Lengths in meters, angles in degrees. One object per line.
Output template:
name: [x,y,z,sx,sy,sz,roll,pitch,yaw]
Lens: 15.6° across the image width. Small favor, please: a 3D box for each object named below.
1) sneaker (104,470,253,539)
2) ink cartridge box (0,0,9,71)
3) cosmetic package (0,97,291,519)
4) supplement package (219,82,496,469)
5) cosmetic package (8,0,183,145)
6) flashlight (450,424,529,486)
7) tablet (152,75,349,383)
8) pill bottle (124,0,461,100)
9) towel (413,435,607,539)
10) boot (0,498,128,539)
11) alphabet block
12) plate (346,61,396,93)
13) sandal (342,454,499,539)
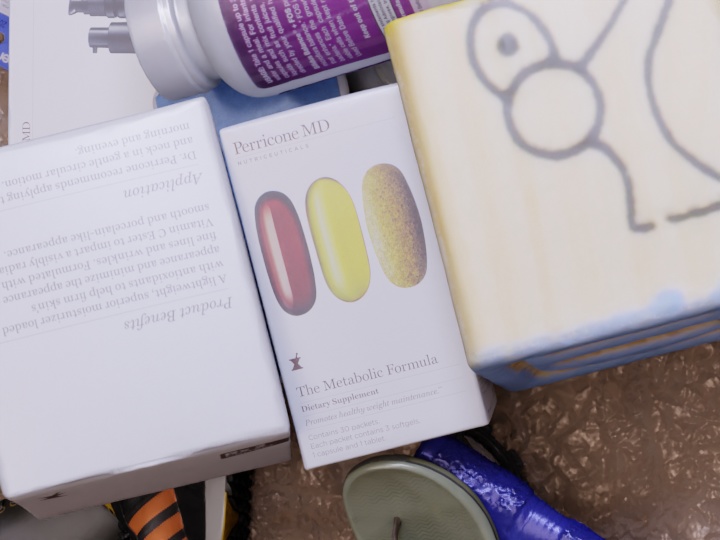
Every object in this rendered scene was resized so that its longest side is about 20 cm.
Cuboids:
sneaker: [-0.121,0.167,1.662,0.090,0.070,0.201,3,82,14]
ink cartridge box: [-0.211,-0.234,1.743,0.119,0.042,0.200,28,95,19]
cosmetic package: [-0.140,0.027,1.528,0.164,0.165,0.200,-13,82,-2]
supplement package: [0.000,0.000,1.523,0.114,0.110,0.200,-15,93,6]
cosmetic package: [-0.148,-0.140,1.682,0.150,0.052,0.201,1,92,12]
flashlight: [0.014,0.175,1.617,0.068,0.068,0.200,46,109,-2]
tablet: [-0.052,-0.032,1.618,0.130,0.014,0.200,-15,83,20]
pill bottle: [-0.034,-0.167,1.556,0.200,0.112,0.113,-15,81,16]
towel: [0.094,0.201,1.540,0.200,0.050,0.148,32,110,12]
boot: [-0.247,0.161,1.725,0.200,0.077,0.138,35,96,7]
alphabet block: [0.139,-0.054,1.487,0.195,0.196,0.200,-14,81,6]
plate: [0.051,-0.196,1.605,0.200,0.032,0.200,-28,95,18]
sandal: [0.049,0.198,1.497,0.080,0.057,0.201,-22,92,22]
